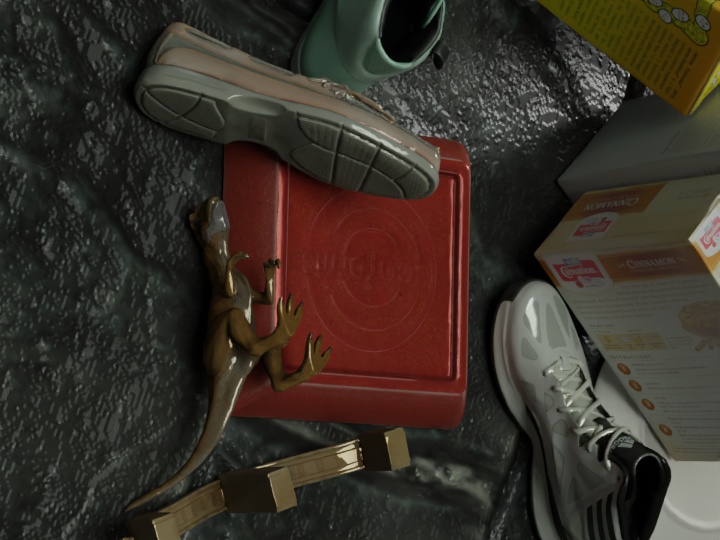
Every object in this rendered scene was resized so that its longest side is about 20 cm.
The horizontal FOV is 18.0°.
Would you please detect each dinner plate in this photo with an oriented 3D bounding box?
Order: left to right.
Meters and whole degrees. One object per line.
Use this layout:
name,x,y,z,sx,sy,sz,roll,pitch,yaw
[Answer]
dinner plate,0.249,0.126,1.675,0.199,0.024,0.201,3,84,-36

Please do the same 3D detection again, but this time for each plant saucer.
plant saucer,0.000,0.000,1.499,0.199,0.037,0.201,6,82,-35

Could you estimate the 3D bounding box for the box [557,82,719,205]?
box,0.258,-0.057,1.589,0.098,0.200,0.125,-49,113,-29

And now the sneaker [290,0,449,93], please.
sneaker,0.033,-0.203,1.492,0.074,0.118,0.201,31,67,-28

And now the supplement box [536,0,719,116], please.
supplement box,0.193,-0.225,1.561,0.200,0.110,0.109,39,59,11

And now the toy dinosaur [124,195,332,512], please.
toy dinosaur,-0.079,0.056,1.418,0.060,0.106,0.201,26,64,-54

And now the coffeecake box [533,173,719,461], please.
coffeecake box,0.238,0.036,1.563,0.073,0.153,0.200,-49,115,-29

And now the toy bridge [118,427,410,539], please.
toy bridge,-0.066,0.138,1.417,0.199,0.067,0.027,-17,95,-34

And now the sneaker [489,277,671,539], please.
sneaker,0.162,0.099,1.556,0.075,0.115,0.202,-17,95,-36

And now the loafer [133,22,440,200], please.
loafer,-0.040,-0.105,1.425,0.199,0.072,0.063,18,61,-3
